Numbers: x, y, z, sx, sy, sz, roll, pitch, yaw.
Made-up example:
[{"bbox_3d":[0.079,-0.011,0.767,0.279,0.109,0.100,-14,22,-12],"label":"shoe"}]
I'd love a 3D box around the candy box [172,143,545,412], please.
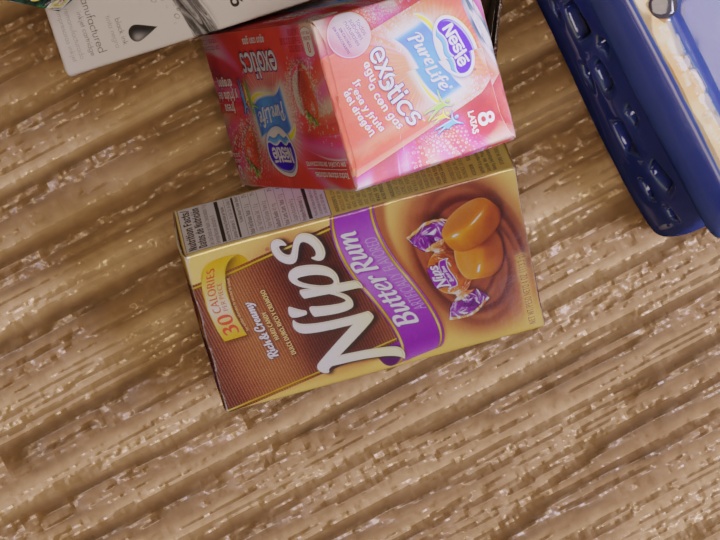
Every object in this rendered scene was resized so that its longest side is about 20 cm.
[{"bbox_3d":[0.000,0.000,1.557,0.199,0.057,0.117,-15,124,-1],"label":"candy box"}]

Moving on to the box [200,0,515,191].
[{"bbox_3d":[-0.005,-0.104,1.484,0.102,0.200,0.095,-19,99,-19],"label":"box"}]

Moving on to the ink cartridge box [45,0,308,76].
[{"bbox_3d":[-0.086,-0.196,1.505,0.199,0.068,0.116,-16,99,20],"label":"ink cartridge box"}]

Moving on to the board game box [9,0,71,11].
[{"bbox_3d":[-0.240,-0.228,1.465,0.023,0.105,0.200,-44,68,22],"label":"board game box"}]

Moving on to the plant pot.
[{"bbox_3d":[0.226,-0.140,1.517,0.199,0.180,0.201,-28,99,0],"label":"plant pot"}]

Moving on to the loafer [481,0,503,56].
[{"bbox_3d":[0.049,-0.181,1.551,0.073,0.071,0.201,0,96,-4],"label":"loafer"}]
